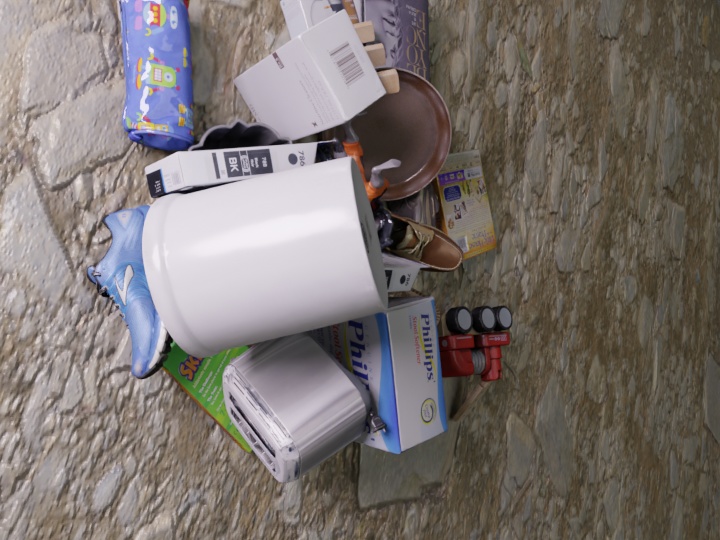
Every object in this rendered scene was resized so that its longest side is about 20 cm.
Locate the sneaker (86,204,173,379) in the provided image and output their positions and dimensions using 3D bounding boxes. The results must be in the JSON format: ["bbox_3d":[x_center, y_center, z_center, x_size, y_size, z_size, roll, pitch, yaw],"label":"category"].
[{"bbox_3d":[-0.261,0.024,0.624,0.089,0.079,0.201,-5,76,-16],"label":"sneaker"}]

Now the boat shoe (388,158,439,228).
[{"bbox_3d":[0.094,-0.114,0.938,0.073,0.074,0.201,-12,105,-50],"label":"boat shoe"}]

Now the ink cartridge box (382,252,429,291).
[{"bbox_3d":[0.000,0.000,0.737,0.199,0.099,0.039,-1,105,-50],"label":"ink cartridge box"}]

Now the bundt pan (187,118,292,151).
[{"bbox_3d":[-0.155,-0.087,0.713,0.201,0.076,0.203,3,86,-40],"label":"bundt pan"}]

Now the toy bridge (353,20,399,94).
[{"bbox_3d":[0.001,-0.294,0.753,0.067,0.201,0.027,-12,134,-1],"label":"toy bridge"}]

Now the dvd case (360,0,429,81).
[{"bbox_3d":[0.059,-0.382,0.883,0.148,0.016,0.201,0,89,-42],"label":"dvd case"}]

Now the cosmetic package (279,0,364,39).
[{"bbox_3d":[-0.015,-0.362,0.862,0.200,0.052,0.152,-27,108,-38],"label":"cosmetic package"}]

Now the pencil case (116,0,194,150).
[{"bbox_3d":[-0.243,-0.245,0.645,0.086,0.078,0.201,-2,90,-33],"label":"pencil case"}]

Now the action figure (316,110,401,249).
[{"bbox_3d":[-0.031,-0.124,0.759,0.104,0.194,0.200,-22,60,-36],"label":"action figure"}]

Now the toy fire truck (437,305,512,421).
[{"bbox_3d":[0.187,0.172,0.980,0.175,0.128,0.201,2,77,-40],"label":"toy fire truck"}]

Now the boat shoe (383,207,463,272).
[{"bbox_3d":[0.070,-0.047,0.858,0.199,0.074,0.076,22,99,-10],"label":"boat shoe"}]

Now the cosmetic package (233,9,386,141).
[{"bbox_3d":[-0.072,-0.239,0.708,0.081,0.200,0.113,-42,112,-27],"label":"cosmetic package"}]

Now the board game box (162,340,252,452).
[{"bbox_3d":[-0.180,0.138,0.716,0.096,0.030,0.200,-50,121,-31],"label":"board game box"}]

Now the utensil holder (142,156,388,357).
[{"bbox_3d":[-0.085,-0.015,0.552,0.170,0.199,0.171,-12,90,-82],"label":"utensil holder"}]

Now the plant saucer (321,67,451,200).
[{"bbox_3d":[0.040,-0.210,0.846,0.201,0.199,0.032,59,11,-22],"label":"plant saucer"}]

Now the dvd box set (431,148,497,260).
[{"bbox_3d":[0.193,-0.124,1.039,0.146,0.029,0.201,-20,100,-40],"label":"dvd box set"}]

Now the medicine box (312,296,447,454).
[{"bbox_3d":[0.009,0.134,0.762,0.103,0.199,0.183,-9,94,-41],"label":"medicine box"}]

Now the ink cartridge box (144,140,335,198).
[{"bbox_3d":[-0.130,-0.117,0.623,0.199,0.099,0.039,-17,99,-38],"label":"ink cartridge box"}]

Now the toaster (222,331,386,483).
[{"bbox_3d":[-0.080,0.165,0.671,0.129,0.200,0.114,-29,147,-31],"label":"toaster"}]

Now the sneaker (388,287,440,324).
[{"bbox_3d":[0.026,0.040,0.876,0.200,0.109,0.070,39,63,1],"label":"sneaker"}]
